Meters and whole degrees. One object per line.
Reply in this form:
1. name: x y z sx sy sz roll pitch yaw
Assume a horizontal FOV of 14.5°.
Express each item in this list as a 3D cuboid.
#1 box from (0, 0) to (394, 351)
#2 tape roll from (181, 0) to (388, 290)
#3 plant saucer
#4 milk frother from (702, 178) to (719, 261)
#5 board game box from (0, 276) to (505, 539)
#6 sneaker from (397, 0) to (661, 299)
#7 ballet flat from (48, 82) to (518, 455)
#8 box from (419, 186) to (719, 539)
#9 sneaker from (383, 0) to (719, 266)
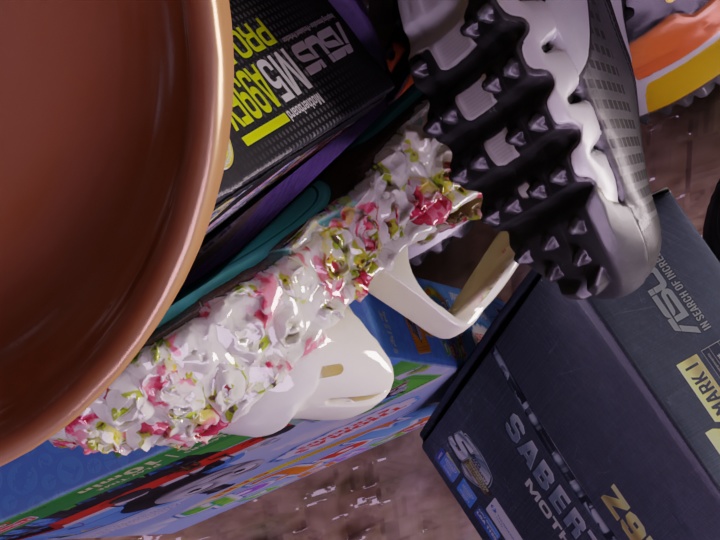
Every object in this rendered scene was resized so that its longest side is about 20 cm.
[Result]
1. box: -0.096 0.009 0.727 0.200 0.044 0.160 -38 -179 21
2. tape roll: -0.095 -0.049 0.822 0.199 0.066 0.200 -14 144 -10
3. plant saucer: -0.119 -0.050 0.616 0.200 0.200 0.037 -38 178 21
4. milk frother: 0.212 -0.003 1.002 0.188 0.181 0.200 38 148 -17
5. board game box: -0.037 0.046 0.929 0.151 0.037 0.200 -24 171 13
6. sneaker: 0.048 -0.093 0.752 0.090 0.201 0.066 -23 177 -25
7. ballet flat: 0.000 0.000 0.776 0.200 0.064 0.076 -41 -176 -29
8. box: 0.106 0.095 0.864 0.051 0.200 0.158 -28 166 -25
9. sneaker: 0.032 -0.072 0.876 0.200 0.070 0.090 -29 115 26
